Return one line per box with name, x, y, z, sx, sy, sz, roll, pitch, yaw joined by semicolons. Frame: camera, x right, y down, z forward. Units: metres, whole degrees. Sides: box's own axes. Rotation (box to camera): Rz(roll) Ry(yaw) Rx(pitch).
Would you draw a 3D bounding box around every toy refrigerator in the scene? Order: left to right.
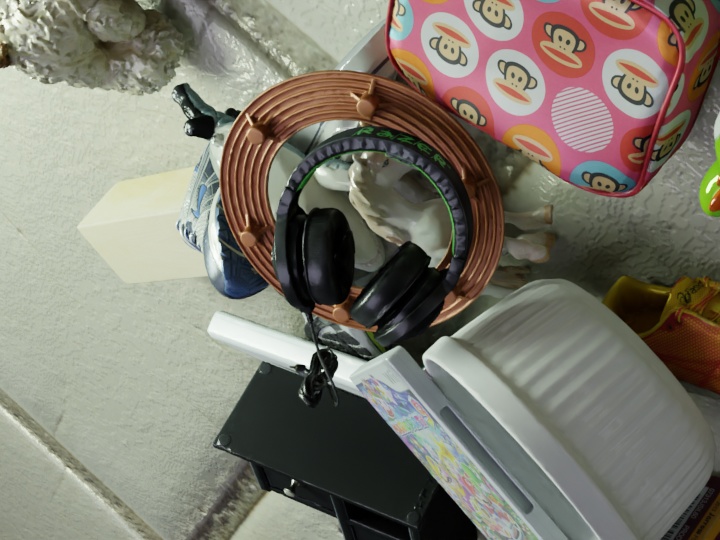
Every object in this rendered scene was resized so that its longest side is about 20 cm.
toy refrigerator;-0.158;-0.042;1.346;0.200;0.070;0.076;-6;130;52

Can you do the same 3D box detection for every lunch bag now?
lunch bag;0.112;-0.152;0.900;0.200;0.082;0.176;33;146;19

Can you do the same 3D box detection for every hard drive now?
hard drive;-0.019;0.087;1.316;0.200;0.027;0.132;16;171;37

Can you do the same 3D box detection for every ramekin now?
ramekin;0.145;0.099;1.025;0.200;0.105;0.200;49;174;7

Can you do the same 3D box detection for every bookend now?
bookend;-0.007;0.198;1.371;0.200;0.092;0.199;20;151;20

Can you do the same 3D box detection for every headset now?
headset;0.000;0.000;0.995;0.123;0.094;0.200;23;113;5

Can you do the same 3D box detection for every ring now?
ring;-0.003;-0.039;1.011;0.200;0.019;0.201;11;125;15

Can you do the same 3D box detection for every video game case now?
video game case;0.074;0.143;1.133;0.200;0.018;0.143;50;166;0

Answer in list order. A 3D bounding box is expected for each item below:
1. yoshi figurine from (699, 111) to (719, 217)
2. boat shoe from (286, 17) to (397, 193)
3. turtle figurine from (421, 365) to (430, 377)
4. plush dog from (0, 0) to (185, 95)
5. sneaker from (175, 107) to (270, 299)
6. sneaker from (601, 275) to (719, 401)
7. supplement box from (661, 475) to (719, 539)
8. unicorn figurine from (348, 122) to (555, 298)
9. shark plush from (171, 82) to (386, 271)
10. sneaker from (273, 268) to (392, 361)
yoshi figurine;0.249;-0.106;0.815;0.112;0.113;0.200;8;134;-17
boat shoe;-0.001;-0.108;1.091;0.066;0.072;0.200;40;149;-1
turtle figurine;0.130;0.144;1.210;0.200;0.101;0.150;53;148;-2
plush dog;-0.226;-0.232;1.157;0.200;0.160;0.172;36;121;11
sneaker;-0.099;-0.035;1.171;0.077;0.200;0.085;31;120;-23
sneaker;0.236;0.044;0.990;0.200;0.073;0.077;4;133;46
supplement box;0.249;0.259;1.186;0.086;0.110;0.200;13;136;41
unicorn figurine;0.064;-0.026;1.057;0.137;0.074;0.200;4;142;10
shark plush;-0.070;-0.063;1.125;0.200;0.091;0.083;29;-174;19
sneaker;-0.009;0.014;1.241;0.074;0.081;0.200;20;160;23
